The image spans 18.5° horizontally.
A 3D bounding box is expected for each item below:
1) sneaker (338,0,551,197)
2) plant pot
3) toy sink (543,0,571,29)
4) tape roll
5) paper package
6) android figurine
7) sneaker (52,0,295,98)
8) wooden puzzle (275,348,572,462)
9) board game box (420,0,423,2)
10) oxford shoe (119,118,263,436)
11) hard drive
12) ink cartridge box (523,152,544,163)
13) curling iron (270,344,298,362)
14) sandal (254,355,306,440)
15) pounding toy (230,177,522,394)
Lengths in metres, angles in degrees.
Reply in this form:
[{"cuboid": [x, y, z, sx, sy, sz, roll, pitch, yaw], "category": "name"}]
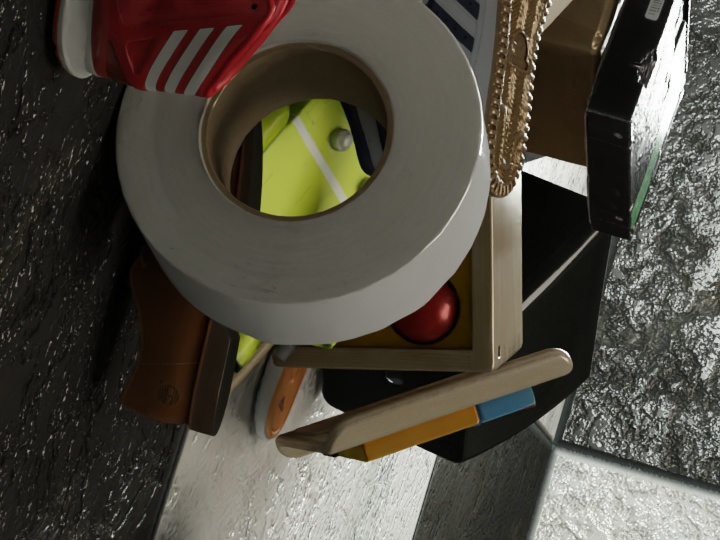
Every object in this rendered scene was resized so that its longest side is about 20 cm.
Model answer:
[{"cuboid": [0.049, -0.143, 1.295, 0.070, 0.108, 0.201, 27, 69, -58], "category": "sneaker"}, {"cuboid": [0.070, 0.035, 1.803, 0.177, 0.200, 0.200, -47, 152, -40], "category": "plant pot"}, {"cuboid": [0.062, -0.249, 1.427, 0.130, 0.112, 0.200, -47, 141, -16], "category": "toy sink"}, {"cuboid": [-0.030, -0.064, 1.205, 0.071, 0.202, 0.203, 69, 38, -68], "category": "tape roll"}, {"cuboid": [0.092, -0.179, 1.587, 0.191, 0.199, 0.104, 78, 31, -65], "category": "paper package"}, {"cuboid": [-0.040, -0.037, 1.385, 0.200, 0.041, 0.182, -49, 132, -22], "category": "android figurine"}, {"cuboid": [-0.077, -0.178, 1.057, 0.078, 0.115, 0.201, -52, 154, -59], "category": "sneaker"}, {"cuboid": [0.044, 0.104, 1.590, 0.200, 0.185, 0.037, 151, -79, -76], "category": "wooden puzzle"}, {"cuboid": [0.065, -0.186, 1.349, 0.135, 0.035, 0.200, 24, 104, -49], "category": "board game box"}, {"cuboid": [-0.097, -0.010, 1.274, 0.071, 0.071, 0.201, 68, 34, -81], "category": "oxford shoe"}, {"cuboid": [0.197, -0.124, 1.572, 0.200, 0.038, 0.140, 71, 39, -67], "category": "hard drive"}, {"cuboid": [0.116, -0.128, 1.786, 0.200, 0.094, 0.044, -14, -124, 67], "category": "ink cartridge box"}, {"cuboid": [0.001, -0.030, 1.362, 0.200, 0.026, 0.050, -54, 163, 7], "category": "curling iron"}, {"cuboid": [-0.021, 0.038, 1.670, 0.079, 0.059, 0.207, 68, 40, -71], "category": "sandal"}, {"cuboid": [0.000, 0.000, 1.507, 0.142, 0.199, 0.185, -23, 113, -74], "category": "pounding toy"}]
